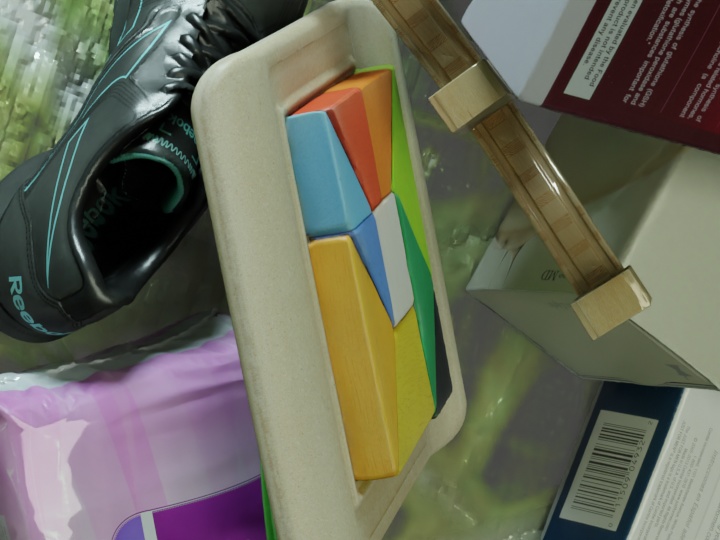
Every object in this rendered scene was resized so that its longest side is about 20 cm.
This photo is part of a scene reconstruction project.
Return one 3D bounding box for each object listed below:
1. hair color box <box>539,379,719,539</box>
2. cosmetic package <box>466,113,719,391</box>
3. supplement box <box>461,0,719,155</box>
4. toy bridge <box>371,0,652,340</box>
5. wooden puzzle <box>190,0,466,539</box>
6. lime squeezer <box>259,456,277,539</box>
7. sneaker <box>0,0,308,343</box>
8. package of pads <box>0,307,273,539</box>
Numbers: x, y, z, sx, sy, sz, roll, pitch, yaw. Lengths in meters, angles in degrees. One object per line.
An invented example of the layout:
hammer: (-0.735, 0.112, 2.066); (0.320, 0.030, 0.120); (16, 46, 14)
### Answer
hair color box: (0.177, 0.120, 1.134); (0.200, 0.061, 0.100); (27, 81, -29)
cosmetic package: (0.137, -0.056, 1.080); (0.073, 0.104, 0.200); (37, 73, -25)
supplement box: (0.150, -0.098, 0.968); (0.200, 0.061, 0.109); (13, 117, -29)
toy bridge: (0.041, -0.064, 0.993); (0.027, 0.067, 0.200); (-36, 88, 8)
wooden puzzle: (0.000, 0.000, 0.974); (0.200, 0.037, 0.185); (-39, 120, -71)
lime squeezer: (-0.050, 0.143, 0.927); (0.071, 0.038, 0.200); (38, 73, -27)
sneaker: (-0.064, -0.057, 0.974); (0.075, 0.079, 0.200); (37, 72, -25)
package of pads: (-0.076, 0.122, 0.976); (0.120, 0.076, 0.200); (-15, 100, -28)
